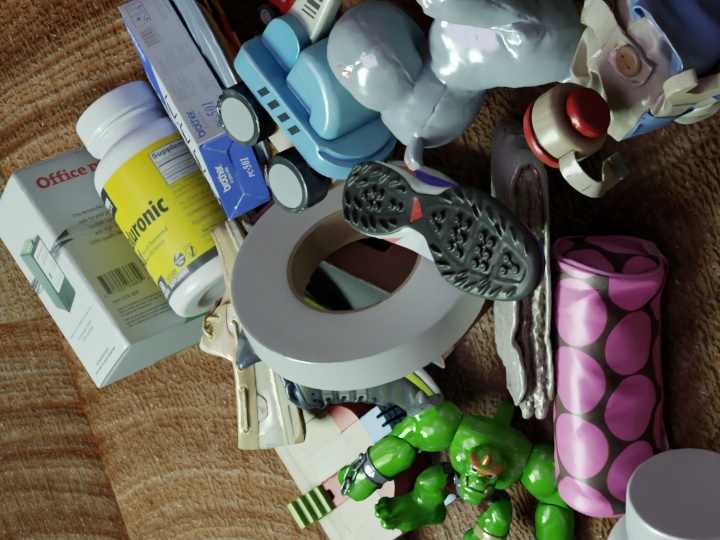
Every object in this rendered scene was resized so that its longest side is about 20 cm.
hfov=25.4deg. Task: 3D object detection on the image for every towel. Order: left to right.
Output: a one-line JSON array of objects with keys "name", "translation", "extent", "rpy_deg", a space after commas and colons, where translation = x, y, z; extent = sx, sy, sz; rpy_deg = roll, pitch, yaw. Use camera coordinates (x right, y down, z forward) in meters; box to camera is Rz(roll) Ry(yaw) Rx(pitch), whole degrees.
[{"name": "towel", "translation": [0.116, -0.003, 1.177], "extent": [0.133, 0.034, 0.201], "rpy_deg": [-99, 5, -70]}]

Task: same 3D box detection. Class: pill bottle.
[{"name": "pill bottle", "translation": [-0.170, -0.068, 1.440], "extent": [0.200, 0.111, 0.111], "rpy_deg": [56, 137, 12]}, {"name": "pill bottle", "translation": [0.231, 0.229, 1.130], "extent": [0.120, 0.120, 0.200], "rpy_deg": [26, 137, 36]}]

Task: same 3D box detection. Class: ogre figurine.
[{"name": "ogre figurine", "translation": [0.090, 0.170, 1.288], "extent": [0.200, 0.098, 0.120], "rpy_deg": [31, 118, 23]}]

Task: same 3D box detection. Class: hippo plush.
[{"name": "hippo plush", "translation": [0.070, -0.168, 1.112], "extent": [0.200, 0.160, 0.161], "rpy_deg": [34, 133, -23]}]

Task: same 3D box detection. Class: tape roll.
[{"name": "tape roll", "translation": [0.000, 0.000, 1.214], "extent": [0.202, 0.203, 0.037], "rpy_deg": [25, 152, 36]}]

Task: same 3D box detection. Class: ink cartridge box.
[{"name": "ink cartridge box", "translation": [-0.229, -0.013, 1.500], "extent": [0.200, 0.146, 0.084], "rpy_deg": [55, 138, 13]}, {"name": "ink cartridge box", "translation": [-0.142, -0.143, 1.352], "extent": [0.200, 0.044, 0.094], "rpy_deg": [58, 172, 40]}]

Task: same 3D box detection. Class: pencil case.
[{"name": "pencil case", "translation": [0.185, 0.073, 1.161], "extent": [0.091, 0.093, 0.201], "rpy_deg": [-96, 2, -69]}]

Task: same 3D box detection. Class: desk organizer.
[{"name": "desk organizer", "translation": [0.008, -0.007, 1.294], "extent": [0.200, 0.077, 0.072], "rpy_deg": [26, 151, 36]}]

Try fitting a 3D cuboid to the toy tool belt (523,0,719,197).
[{"name": "toy tool belt", "translation": [0.193, -0.138, 0.970], "extent": [0.125, 0.200, 0.123], "rpy_deg": [56, 140, -2]}]

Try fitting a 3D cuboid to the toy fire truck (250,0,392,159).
[{"name": "toy fire truck", "translation": [-0.022, -0.172, 1.285], "extent": [0.141, 0.049, 0.200], "rpy_deg": [40, 133, 26]}]

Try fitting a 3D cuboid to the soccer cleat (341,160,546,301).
[{"name": "soccer cleat", "translation": [0.070, -0.030, 1.115], "extent": [0.200, 0.073, 0.068], "rpy_deg": [26, 106, 48]}]

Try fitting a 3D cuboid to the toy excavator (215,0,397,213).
[{"name": "toy excavator", "translation": [-0.031, -0.172, 1.170], "extent": [0.195, 0.100, 0.200], "rpy_deg": [53, 142, 10]}]

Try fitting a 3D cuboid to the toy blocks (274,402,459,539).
[{"name": "toy blocks", "translation": [0.006, 0.158, 1.390], "extent": [0.137, 0.100, 0.200], "rpy_deg": [-40, 78, 35]}]

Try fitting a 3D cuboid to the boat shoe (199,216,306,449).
[{"name": "boat shoe", "translation": [-0.101, 0.057, 1.345], "extent": [0.074, 0.069, 0.201], "rpy_deg": [-143, 37, -86]}]

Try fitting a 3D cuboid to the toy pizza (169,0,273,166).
[{"name": "toy pizza", "translation": [-0.114, -0.179, 1.331], "extent": [0.201, 0.032, 0.200], "rpy_deg": [62, 174, 11]}]

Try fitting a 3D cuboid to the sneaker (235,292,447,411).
[{"name": "sneaker", "translation": [-0.017, 0.084, 1.307], "extent": [0.200, 0.081, 0.074], "rpy_deg": [31, 175, -16]}]
